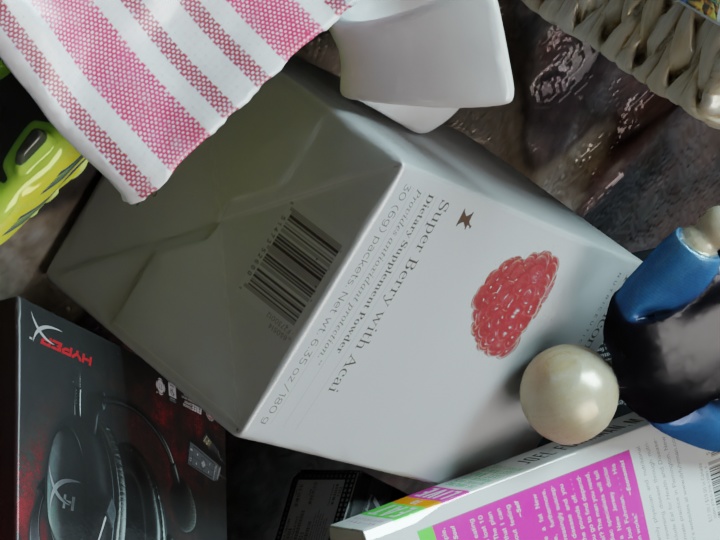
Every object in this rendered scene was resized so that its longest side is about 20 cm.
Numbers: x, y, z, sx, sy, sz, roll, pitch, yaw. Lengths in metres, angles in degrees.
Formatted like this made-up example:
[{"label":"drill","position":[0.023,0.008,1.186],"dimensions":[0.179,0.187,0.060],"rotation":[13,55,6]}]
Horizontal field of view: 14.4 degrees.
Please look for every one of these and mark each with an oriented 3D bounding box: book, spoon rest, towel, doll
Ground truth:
[{"label":"book","position":[0.086,0.138,1.159],"dimensions":[0.199,0.048,0.134],"rotation":[-16,100,-34]},{"label":"spoon rest","position":[0.018,-0.092,1.038],"dimensions":[0.060,0.200,0.100],"rotation":[-11,102,1]},{"label":"towel","position":[-0.048,-0.139,0.941],"dimensions":[0.200,0.030,0.146],"rotation":[-43,108,-8]},{"label":"doll","position":[0.155,0.020,1.146],"dimensions":[0.199,0.048,0.137],"rotation":[-24,133,-16]}]

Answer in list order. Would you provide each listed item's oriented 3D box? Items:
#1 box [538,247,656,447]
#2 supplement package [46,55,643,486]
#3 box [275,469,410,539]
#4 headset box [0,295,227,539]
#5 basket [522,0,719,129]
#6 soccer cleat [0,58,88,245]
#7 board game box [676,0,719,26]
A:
[{"label":"box","position":[0.168,0.060,1.298],"dimensions":[0.199,0.142,0.079],"rotation":[-12,138,-2]},{"label":"supplement package","position":[0.000,0.000,1.126],"dimensions":[0.200,0.120,0.122],"rotation":[18,105,-56]},{"label":"box","position":[0.016,0.202,1.175],"dimensions":[0.160,0.044,0.201],"rotation":[28,69,-36]},{"label":"headset box","position":[-0.115,0.129,1.045],"dimensions":[0.149,0.077,0.201],"rotation":[32,50,-56]},{"label":"basket","position":[0.169,-0.164,1.148],"dimensions":[0.200,0.161,0.199],"rotation":[11,113,-53]},{"label":"soccer cleat","position":[-0.095,-0.063,1.001],"dimensions":[0.200,0.065,0.084],"rotation":[-49,149,-6]},{"label":"board game box","position":[0.107,-0.186,1.007],"dimensions":[0.148,0.200,0.064],"rotation":[-60,176,11]}]
